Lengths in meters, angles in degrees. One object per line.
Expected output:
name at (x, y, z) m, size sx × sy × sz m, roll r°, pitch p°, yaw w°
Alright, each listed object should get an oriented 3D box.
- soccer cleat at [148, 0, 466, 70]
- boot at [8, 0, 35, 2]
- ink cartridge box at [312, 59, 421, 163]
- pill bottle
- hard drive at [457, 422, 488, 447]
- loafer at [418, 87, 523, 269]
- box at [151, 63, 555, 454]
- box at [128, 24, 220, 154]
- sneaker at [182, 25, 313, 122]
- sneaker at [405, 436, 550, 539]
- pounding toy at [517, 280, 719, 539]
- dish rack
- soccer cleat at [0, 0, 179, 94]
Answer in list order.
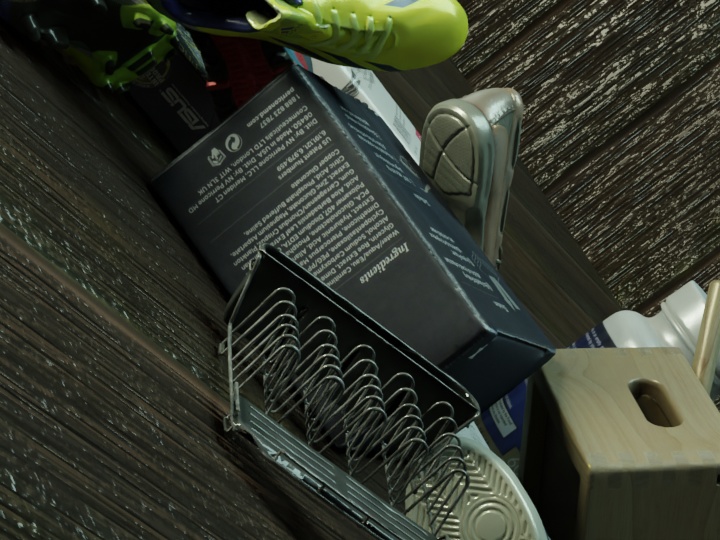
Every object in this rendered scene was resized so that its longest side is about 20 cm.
soccer cleat at (-0.032, -0.148, 1.510) m, size 0.200 × 0.065 × 0.084 m, roll 13°, pitch 21°, yaw -16°
boot at (-0.236, -0.227, 1.388) m, size 0.200 × 0.072 × 0.155 m, roll 32°, pitch 28°, yaw -13°
ink cartridge box at (-0.022, -0.123, 2.093) m, size 0.200 × 0.084 × 0.145 m, roll 52°, pitch 8°, yaw -9°
pill bottle at (0.180, 0.099, 1.864) m, size 0.111 × 0.200 × 0.111 m, roll 51°, pitch 8°, yaw -10°
hard drive at (0.031, 0.067, 1.782) m, size 0.132 × 0.027 × 0.200 m, roll 44°, pitch 12°, yaw -46°
loafer at (0.071, -0.029, 1.710) m, size 0.072 × 0.063 × 0.200 m, roll 36°, pitch -45°, yaw 31°
box at (0.000, 0.000, 1.579) m, size 0.200 × 0.117 × 0.197 m, roll 53°, pitch 9°, yaw 14°
box at (-0.160, -0.180, 1.705) m, size 0.200 × 0.049 × 0.161 m, roll 50°, pitch 7°, yaw -18°
sneaker at (-0.076, -0.174, 1.616) m, size 0.096 × 0.079 × 0.200 m, roll -94°, pitch 176°, yaw -48°
sneaker at (0.090, 0.184, 1.475) m, size 0.200 × 0.075 × 0.085 m, roll 62°, pitch 9°, yaw 5°
pounding toy at (0.181, 0.129, 1.656) m, size 0.200 × 0.142 × 0.184 m, roll -111°, pitch -157°, yaw -63°
dish rack at (-0.005, 0.074, 1.359) m, size 0.153 × 0.055 × 0.200 m, roll 35°, pitch 13°, yaw -13°
soccer cleat at (-0.165, -0.159, 1.534) m, size 0.084 × 0.065 × 0.200 m, roll 53°, pitch 8°, yaw 18°
